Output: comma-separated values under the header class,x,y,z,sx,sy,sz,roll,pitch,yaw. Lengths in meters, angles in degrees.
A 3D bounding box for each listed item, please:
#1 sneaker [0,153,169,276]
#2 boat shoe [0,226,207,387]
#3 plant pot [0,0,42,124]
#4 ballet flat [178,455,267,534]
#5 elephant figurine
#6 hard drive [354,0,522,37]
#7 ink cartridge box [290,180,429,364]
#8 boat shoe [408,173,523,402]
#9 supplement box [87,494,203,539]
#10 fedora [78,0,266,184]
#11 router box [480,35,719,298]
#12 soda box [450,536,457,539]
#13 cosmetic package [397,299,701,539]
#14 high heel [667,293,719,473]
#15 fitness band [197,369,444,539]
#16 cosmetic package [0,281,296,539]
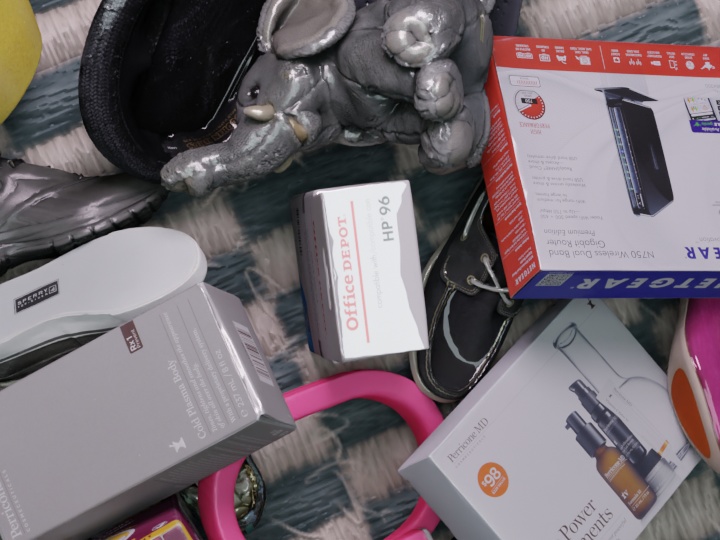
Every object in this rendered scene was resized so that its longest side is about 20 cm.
class,x,y,z,sx,sy,sz,roll,pitch,yaw
sneaker,-0.231,-0.047,1.477,0.200,0.076,0.091,-17,82,-11
boat shoe,-0.188,0.028,1.460,0.200,0.064,0.071,-18,50,19
plant pot,-0.299,-0.161,1.421,0.142,0.200,0.200,36,86,-33
ballet flat,-0.129,0.100,1.491,0.074,0.074,0.200,-38,95,-5
elephant figurine,-0.020,-0.128,1.417,0.200,0.155,0.142,-2,95,22
hard drive,0.044,-0.200,1.476,0.135,0.042,0.200,1,125,-9
ink cartridge box,0.000,0.000,1.439,0.068,0.200,0.116,-8,92,-7
boat shoe,0.091,-0.002,1.511,0.072,0.068,0.200,25,83,-12
supplement box,-0.153,0.228,1.423,0.131,0.200,0.103,-30,94,-6
fedora,-0.122,-0.162,1.460,0.200,0.092,0.201,-16,121,-29
router box,0.183,-0.071,1.478,0.200,0.049,0.180,0,66,-25
soda box,0.061,0.251,1.519,0.200,0.063,0.071,-44,97,-4
cosmetic package,0.142,0.128,1.492,0.151,0.052,0.200,48,57,-4
high heel,0.262,0.045,1.512,0.096,0.067,0.200,-9,71,-12
fitness band,-0.020,0.150,1.486,0.200,0.037,0.144,-20,94,-30
cosmetic package,-0.156,0.101,1.415,0.200,0.090,0.107,-29,74,8
